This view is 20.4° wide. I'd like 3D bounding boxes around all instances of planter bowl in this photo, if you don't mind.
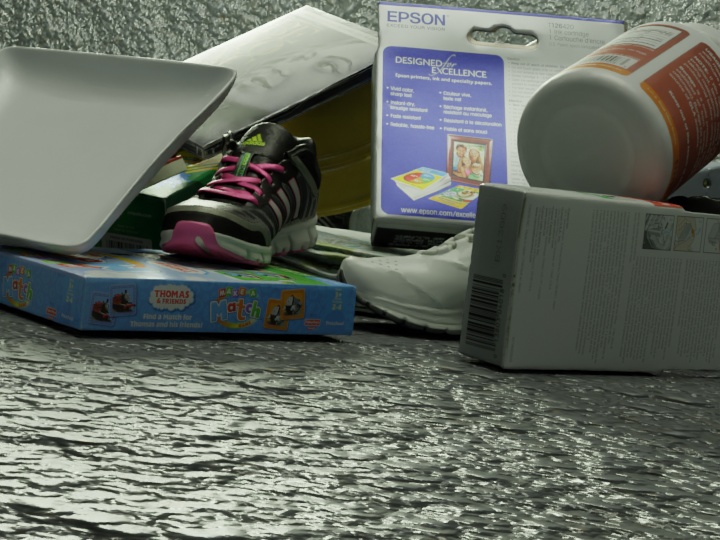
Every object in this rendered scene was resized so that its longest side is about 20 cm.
[{"bbox_3d":[-0.030,-0.129,1.604,0.199,0.084,0.201,-10,31,6],"label":"planter bowl"}]

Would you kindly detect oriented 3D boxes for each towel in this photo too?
[{"bbox_3d":[0.000,0.000,1.501,0.170,0.048,0.200,10,6,5],"label":"towel"}]

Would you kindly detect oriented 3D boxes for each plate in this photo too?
[{"bbox_3d":[-0.204,-0.075,1.296,0.199,0.032,0.200,8,42,27],"label":"plate"}]

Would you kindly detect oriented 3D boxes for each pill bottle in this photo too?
[{"bbox_3d":[0.199,-0.109,1.401,0.112,0.113,0.200,10,24,29],"label":"pill bottle"}]

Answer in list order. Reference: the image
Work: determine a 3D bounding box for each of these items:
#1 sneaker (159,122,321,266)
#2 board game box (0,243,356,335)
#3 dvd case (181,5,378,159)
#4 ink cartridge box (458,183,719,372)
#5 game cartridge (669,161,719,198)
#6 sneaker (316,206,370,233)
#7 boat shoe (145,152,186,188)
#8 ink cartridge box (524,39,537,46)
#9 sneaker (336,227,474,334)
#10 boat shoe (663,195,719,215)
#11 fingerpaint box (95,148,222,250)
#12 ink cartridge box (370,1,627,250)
[{"bbox_3d":[-0.076,-0.054,1.325,0.073,0.088,0.200,10,10,18],"label":"sneaker"},{"bbox_3d":[-0.126,0.012,1.256,0.199,0.037,0.151,1,8,-39],"label":"board game box"},{"bbox_3d":[-0.078,-0.150,1.553,0.199,0.016,0.148,-27,33,-27],"label":"dvd case"},{"bbox_3d":[0.160,0.007,1.279,0.199,0.110,0.050,3,7,-35],"label":"ink cartridge box"},{"bbox_3d":[0.313,-0.022,1.663,0.199,0.134,0.041,4,7,-36],"label":"game cartridge"},{"bbox_3d":[-0.047,-0.042,1.732,0.199,0.076,0.115,12,4,-7],"label":"sneaker"},{"bbox_3d":[-0.219,-0.059,1.366,0.199,0.063,0.071,-23,6,-8],"label":"boat shoe"},{"bbox_3d":[0.126,-0.091,1.628,0.199,0.147,0.084,-24,-36,38],"label":"ink cartridge box"},{"bbox_3d":[0.081,0.002,1.364,0.199,0.088,0.074,4,8,-15],"label":"sneaker"},{"bbox_3d":[0.233,0.028,1.430,0.074,0.093,0.200,4,-24,12],"label":"boat shoe"},{"bbox_3d":[-0.192,-0.061,1.510,0.199,0.074,0.167,10,23,23],"label":"fingerpaint box"},{"bbox_3d":[0.105,-0.103,1.492,0.196,0.201,0.047,4,-33,-4],"label":"ink cartridge box"}]
